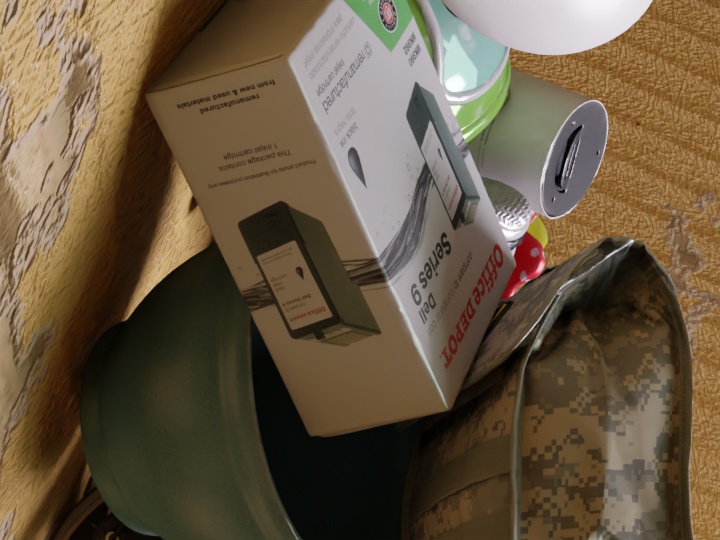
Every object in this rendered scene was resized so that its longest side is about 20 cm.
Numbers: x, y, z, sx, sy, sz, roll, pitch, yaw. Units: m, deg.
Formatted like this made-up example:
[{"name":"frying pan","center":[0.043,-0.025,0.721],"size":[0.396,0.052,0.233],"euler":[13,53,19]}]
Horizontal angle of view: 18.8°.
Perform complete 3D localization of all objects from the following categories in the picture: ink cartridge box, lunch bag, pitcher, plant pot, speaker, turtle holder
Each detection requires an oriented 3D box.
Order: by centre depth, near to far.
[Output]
[{"name":"ink cartridge box","center":[-0.007,-0.041,1.076],"size":[0.201,0.084,0.146],"euler":[65,29,-23]},{"name":"pitcher","center":[0.070,-0.203,1.108],"size":[0.121,0.172,0.200],"euler":[-25,159,28]},{"name":"lunch bag","center":[0.091,0.092,1.114],"size":[0.164,0.117,0.201],"euler":[140,-44,-63]},{"name":"plant pot","center":[-0.065,0.075,1.163],"size":[0.200,0.134,0.201],"euler":[31,54,-57]},{"name":"turtle holder","center":[0.005,-0.130,1.287],"size":[0.185,0.141,0.132],"euler":[-30,139,-23]},{"name":"speaker","center":[0.058,-0.104,1.404],"size":[0.081,0.199,0.081],"euler":[-38,140,-40]}]

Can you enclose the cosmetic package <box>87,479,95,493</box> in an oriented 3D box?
[{"name":"cosmetic package","center":[-0.119,0.125,1.398],"size":[0.201,0.071,0.105],"euler":[-67,168,23]}]

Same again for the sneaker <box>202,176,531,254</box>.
[{"name":"sneaker","center":[0.000,0.000,1.314],"size":[0.075,0.199,0.115],"euler":[-111,-154,-64]}]

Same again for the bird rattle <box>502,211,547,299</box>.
[{"name":"bird rattle","center":[0.095,-0.055,1.489],"size":[0.163,0.112,0.200],"euler":[-54,180,0]}]

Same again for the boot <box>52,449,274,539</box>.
[{"name":"boot","center":[-0.100,0.183,1.277],"size":[0.200,0.151,0.073],"euler":[-44,143,21]}]
